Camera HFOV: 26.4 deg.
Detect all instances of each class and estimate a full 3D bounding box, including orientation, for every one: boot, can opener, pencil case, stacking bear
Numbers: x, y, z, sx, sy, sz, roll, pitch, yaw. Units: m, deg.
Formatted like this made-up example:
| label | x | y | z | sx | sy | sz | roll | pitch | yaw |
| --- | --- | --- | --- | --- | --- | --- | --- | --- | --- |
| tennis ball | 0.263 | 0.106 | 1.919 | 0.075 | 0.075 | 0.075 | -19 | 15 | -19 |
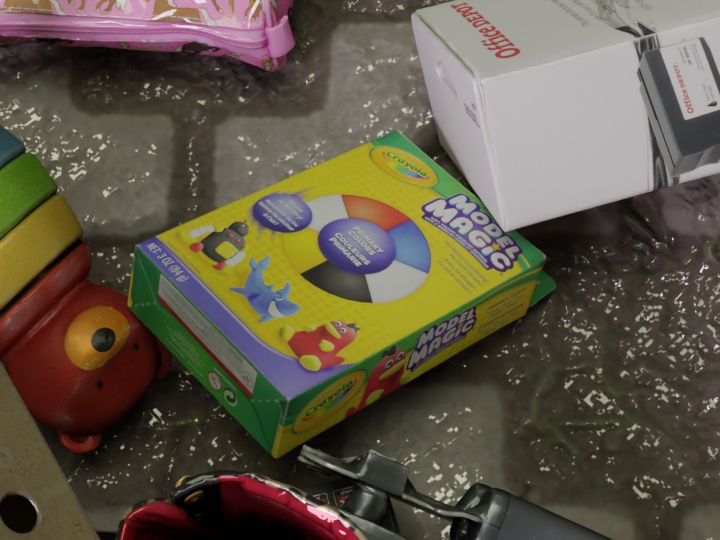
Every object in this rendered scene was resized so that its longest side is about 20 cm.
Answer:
| label | x | y | z | sx | sy | sz | roll | pitch | yaw |
| --- | --- | --- | --- | --- | --- | --- | --- | --- | --- |
| boot | -0.076 | 0.129 | 0.617 | 0.199 | 0.151 | 0.074 | 14 | 64 | 8 |
| can opener | 0.056 | 0.133 | 0.693 | 0.199 | 0.053 | 0.067 | 25 | 83 | -8 |
| pencil case | -0.133 | -0.157 | 0.863 | 0.199 | 0.083 | 0.087 | 2 | 87 | 3 |
| stacking bear | -0.180 | -0.003 | 0.751 | 0.200 | 0.114 | 0.121 | 47 | 58 | -6 |

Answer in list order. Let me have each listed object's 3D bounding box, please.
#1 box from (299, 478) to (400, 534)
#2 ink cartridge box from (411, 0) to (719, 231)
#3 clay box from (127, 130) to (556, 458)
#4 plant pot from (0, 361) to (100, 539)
| label | x | y | z | sx | sy | sz | roll | pitch | yaw |
| --- | --- | --- | --- | --- | --- | --- | --- | --- | --- |
| box | -0.065 | 0.193 | 0.696 | 0.199 | 0.048 | 0.159 | -13 | 62 | -4 |
| ink cartridge box | 0.141 | -0.104 | 0.784 | 0.199 | 0.085 | 0.145 | -15 | 24 | -5 |
| clay box | 0.000 | 0.000 | 0.754 | 0.199 | 0.048 | 0.115 | -28 | 58 | -35 |
| plant pot | -0.191 | 0.135 | 0.540 | 0.200 | 0.177 | 0.200 | -17 | 72 | -51 |
